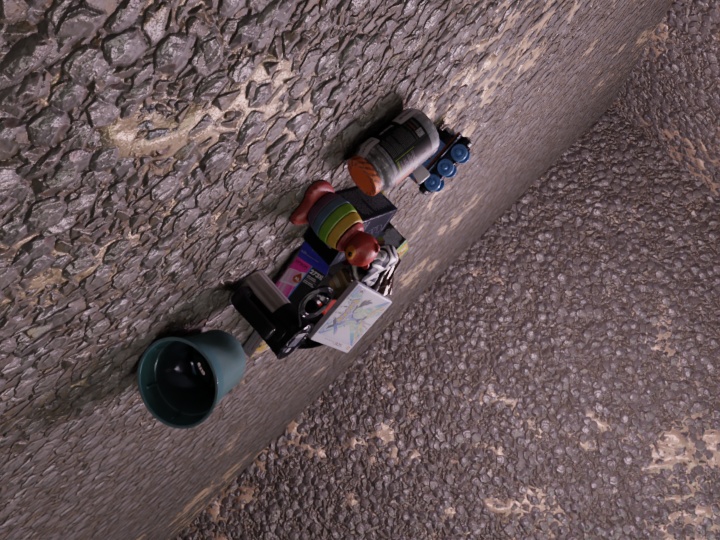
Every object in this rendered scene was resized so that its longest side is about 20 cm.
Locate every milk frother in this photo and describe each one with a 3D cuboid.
[{"bbox_3d":[-0.185,0.069,1.470,0.200,0.188,0.181,-43,167,-8],"label":"milk frother"}]

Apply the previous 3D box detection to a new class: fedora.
[{"bbox_3d":[-0.158,0.143,1.757,0.197,0.093,0.202,-3,148,-2],"label":"fedora"}]

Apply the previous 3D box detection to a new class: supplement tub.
[{"bbox_3d":[0.072,-0.265,1.404,0.199,0.123,0.123,-40,166,-19],"label":"supplement tub"}]

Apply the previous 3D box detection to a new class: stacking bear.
[{"bbox_3d":[-0.041,-0.092,1.401,0.122,0.200,0.113,-52,164,30],"label":"stacking bear"}]

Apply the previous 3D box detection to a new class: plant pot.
[{"bbox_3d":[-0.369,0.230,1.427,0.201,0.200,0.196,-48,173,15],"label":"plant pot"}]

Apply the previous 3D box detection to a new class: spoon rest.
[{"bbox_3d":[0.092,-0.244,1.539,0.099,0.061,0.199,-41,-158,-21],"label":"spoon rest"}]

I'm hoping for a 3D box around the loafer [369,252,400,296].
[{"bbox_3d":[0.062,0.039,1.806,0.202,0.071,0.073,-58,-152,-11],"label":"loafer"}]

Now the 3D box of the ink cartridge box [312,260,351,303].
[{"bbox_3d":[-0.068,-0.012,1.798,0.201,0.086,0.147,-50,165,23],"label":"ink cartridge box"}]

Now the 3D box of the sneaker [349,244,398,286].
[{"bbox_3d":[0.000,0.000,1.700,0.128,0.081,0.198,-11,167,-42],"label":"sneaker"}]

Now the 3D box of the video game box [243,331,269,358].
[{"bbox_3d":[-0.243,0.163,1.876,0.183,0.047,0.199,-56,163,27],"label":"video game box"}]

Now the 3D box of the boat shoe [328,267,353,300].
[{"bbox_3d":[-0.059,0.056,1.738,0.075,0.072,0.201,-27,154,-7],"label":"boat shoe"}]

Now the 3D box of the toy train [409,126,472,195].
[{"bbox_3d":[0.217,-0.306,1.727,0.200,0.114,0.087,-48,169,15],"label":"toy train"}]

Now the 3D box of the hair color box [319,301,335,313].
[{"bbox_3d":[-0.073,0.101,2.056,0.199,0.062,0.101,-29,-179,-30],"label":"hair color box"}]

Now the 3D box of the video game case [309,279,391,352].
[{"bbox_3d":[-0.026,0.130,1.702,0.200,0.022,0.182,-49,143,9],"label":"video game case"}]

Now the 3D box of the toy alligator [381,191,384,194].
[{"bbox_3d":[0.044,-0.180,1.729,0.053,0.060,0.200,-1,174,6],"label":"toy alligator"}]

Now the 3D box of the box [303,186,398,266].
[{"bbox_3d":[-0.023,-0.120,1.575,0.199,0.107,0.149,-24,155,-54],"label":"box"}]

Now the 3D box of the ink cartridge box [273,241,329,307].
[{"bbox_3d":[-0.155,0.019,1.617,0.201,0.094,0.037,-51,-161,19],"label":"ink cartridge box"}]

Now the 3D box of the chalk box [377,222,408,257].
[{"bbox_3d":[0.036,-0.052,1.911,0.200,0.125,0.124,-43,166,-2],"label":"chalk box"}]
